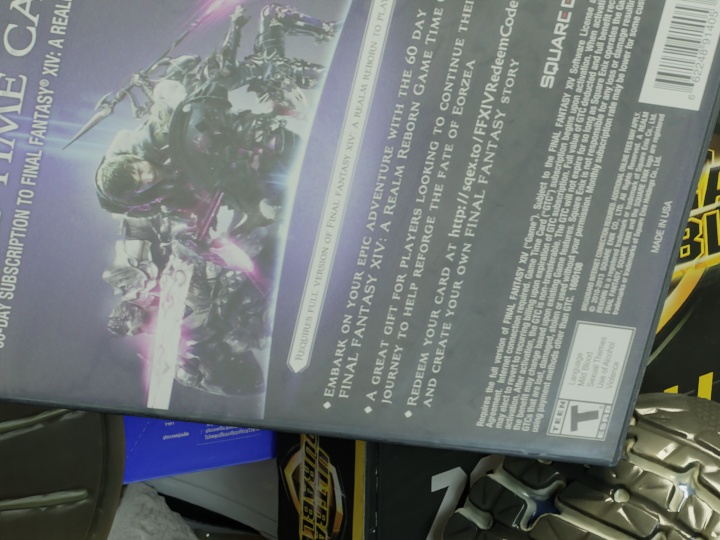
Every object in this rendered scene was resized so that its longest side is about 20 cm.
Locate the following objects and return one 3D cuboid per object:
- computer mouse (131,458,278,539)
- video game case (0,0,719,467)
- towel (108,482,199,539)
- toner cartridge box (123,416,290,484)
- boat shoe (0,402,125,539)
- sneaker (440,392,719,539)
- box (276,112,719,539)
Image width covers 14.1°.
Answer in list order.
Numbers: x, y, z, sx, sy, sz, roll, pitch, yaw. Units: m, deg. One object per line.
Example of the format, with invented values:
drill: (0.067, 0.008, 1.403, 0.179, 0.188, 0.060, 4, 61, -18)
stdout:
computer mouse: (0.007, 0.066, 0.930, 0.200, 0.044, 0.110, 18, 83, -31)
video game case: (-0.010, -0.025, 0.741, 0.200, 0.019, 0.143, 7, 111, -17)
towel: (-0.038, 0.162, 0.856, 0.200, 0.034, 0.133, 48, 37, -10)
toner cartridge box: (0.000, 0.000, 0.859, 0.200, 0.043, 0.095, -7, 113, -39)
boat shoe: (-0.103, 0.011, 0.781, 0.072, 0.068, 0.200, -1, 112, -17)
sneaker: (0.052, 0.123, 0.832, 0.200, 0.079, 0.089, -57, 152, 6)
box: (0.066, -0.004, 0.851, 0.200, 0.049, 0.160, -17, 123, -34)
